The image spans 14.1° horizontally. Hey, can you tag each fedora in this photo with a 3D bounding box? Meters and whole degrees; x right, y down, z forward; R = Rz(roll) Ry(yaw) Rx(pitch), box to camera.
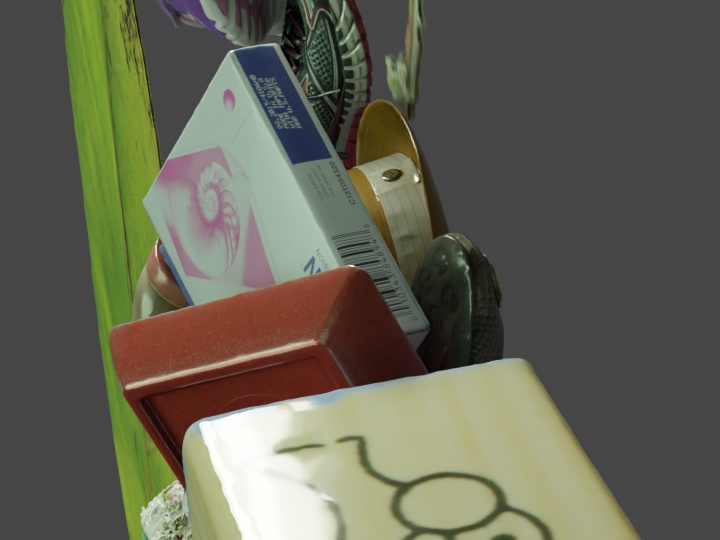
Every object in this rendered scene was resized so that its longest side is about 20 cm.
[{"bbox_3d":[0.000,0.000,1.679,0.201,0.081,0.202,169,90,-79],"label":"fedora"}]

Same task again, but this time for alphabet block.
[{"bbox_3d":[0.029,0.185,1.421,0.200,0.194,0.198,-117,18,-61],"label":"alphabet block"}]

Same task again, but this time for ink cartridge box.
[{"bbox_3d":[-0.055,0.011,1.631,0.197,0.043,0.200,61,141,24],"label":"ink cartridge box"}]

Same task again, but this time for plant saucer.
[{"bbox_3d":[-0.029,0.104,1.570,0.199,0.037,0.201,-14,114,42],"label":"plant saucer"}]

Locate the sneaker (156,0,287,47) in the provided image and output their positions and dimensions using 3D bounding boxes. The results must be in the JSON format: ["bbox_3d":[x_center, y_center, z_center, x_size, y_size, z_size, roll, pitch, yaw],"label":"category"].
[{"bbox_3d":[-0.094,-0.180,1.808,0.200,0.088,0.081,-13,-74,-77],"label":"sneaker"}]

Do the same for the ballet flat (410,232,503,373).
[{"bbox_3d":[0.058,0.068,1.565,0.067,0.046,0.201,43,140,53],"label":"ballet flat"}]

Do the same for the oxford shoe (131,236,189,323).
[{"bbox_3d":[-0.096,-0.010,1.846,0.075,0.070,0.200,-55,-8,30],"label":"oxford shoe"}]

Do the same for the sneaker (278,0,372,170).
[{"bbox_3d":[-0.034,-0.111,1.783,0.081,0.074,0.201,-112,17,-48],"label":"sneaker"}]

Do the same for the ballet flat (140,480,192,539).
[{"bbox_3d":[-0.068,0.195,1.767,0.064,0.075,0.200,-52,55,15],"label":"ballet flat"}]
